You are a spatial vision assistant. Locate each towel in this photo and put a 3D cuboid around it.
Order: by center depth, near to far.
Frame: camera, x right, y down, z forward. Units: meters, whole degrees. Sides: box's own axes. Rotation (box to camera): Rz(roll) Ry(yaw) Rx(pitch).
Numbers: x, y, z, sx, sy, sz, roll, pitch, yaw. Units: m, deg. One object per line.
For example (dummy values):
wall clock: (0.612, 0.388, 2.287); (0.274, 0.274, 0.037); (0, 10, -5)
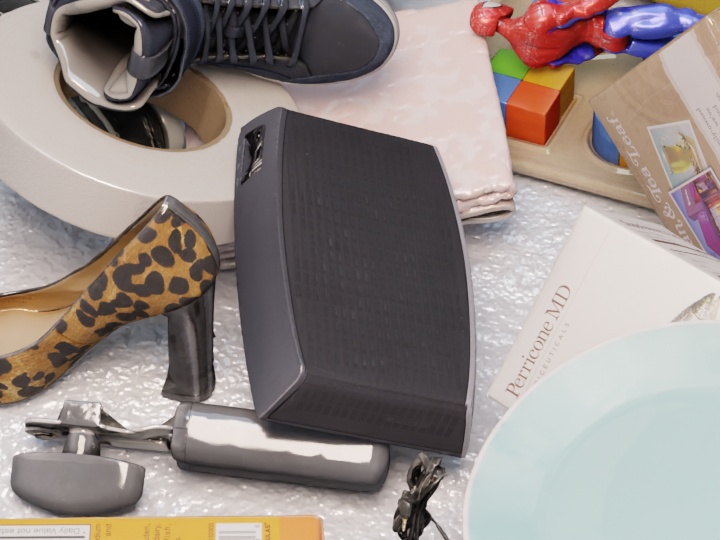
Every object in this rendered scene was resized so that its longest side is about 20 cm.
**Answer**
towel: (-0.010, -0.087, 1.268); (0.199, 0.032, 0.192); (-11, 46, 2)

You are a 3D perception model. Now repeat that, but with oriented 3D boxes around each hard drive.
hard drive: (0.000, 0.000, 1.106); (0.134, 0.042, 0.201); (13, 48, -22)

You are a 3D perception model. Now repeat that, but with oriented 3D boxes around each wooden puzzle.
wooden puzzle: (0.157, -0.124, 1.328); (0.199, 0.046, 0.186); (20, 46, 17)

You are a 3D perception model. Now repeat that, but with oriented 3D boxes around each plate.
plate: (0.145, 0.104, 0.942); (0.199, 0.026, 0.201); (-15, 41, 14)

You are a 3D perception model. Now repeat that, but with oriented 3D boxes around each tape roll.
tape roll: (-0.131, -0.089, 1.188); (0.202, 0.037, 0.203); (15, 35, -10)

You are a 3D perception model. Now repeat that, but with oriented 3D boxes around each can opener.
can opener: (-0.085, 0.106, 1.087); (0.199, 0.053, 0.067); (7, 76, 3)

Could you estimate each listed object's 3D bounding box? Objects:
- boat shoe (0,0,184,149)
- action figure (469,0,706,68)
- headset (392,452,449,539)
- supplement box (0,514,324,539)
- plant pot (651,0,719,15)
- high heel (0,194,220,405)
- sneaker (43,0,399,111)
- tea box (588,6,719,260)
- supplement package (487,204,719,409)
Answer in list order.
boat shoe: (-0.201, -0.121, 1.287); (0.199, 0.076, 0.060); (31, 44, 27)
action figure: (0.168, -0.152, 1.281); (0.199, 0.066, 0.052); (2, 66, -3)
headset: (0.111, 0.151, 1.007); (0.199, 0.094, 0.124); (19, 45, 5)
supplement box: (-0.117, 0.163, 1.003); (0.199, 0.067, 0.069); (1, 47, -1)
plant pot: (0.228, -0.300, 1.410); (0.176, 0.201, 0.200); (12, 35, 32)
high heel: (-0.174, 0.005, 1.107); (0.199, 0.143, 0.072); (4, 45, 1)
sneaker: (-0.080, -0.131, 1.160); (0.201, 0.077, 0.146); (11, 23, 0)
tea box: (0.276, -0.073, 1.159); (0.196, 0.134, 0.201); (-31, 88, -29)
supplement package: (0.189, 0.066, 1.052); (0.199, 0.117, 0.117); (31, 10, 26)
